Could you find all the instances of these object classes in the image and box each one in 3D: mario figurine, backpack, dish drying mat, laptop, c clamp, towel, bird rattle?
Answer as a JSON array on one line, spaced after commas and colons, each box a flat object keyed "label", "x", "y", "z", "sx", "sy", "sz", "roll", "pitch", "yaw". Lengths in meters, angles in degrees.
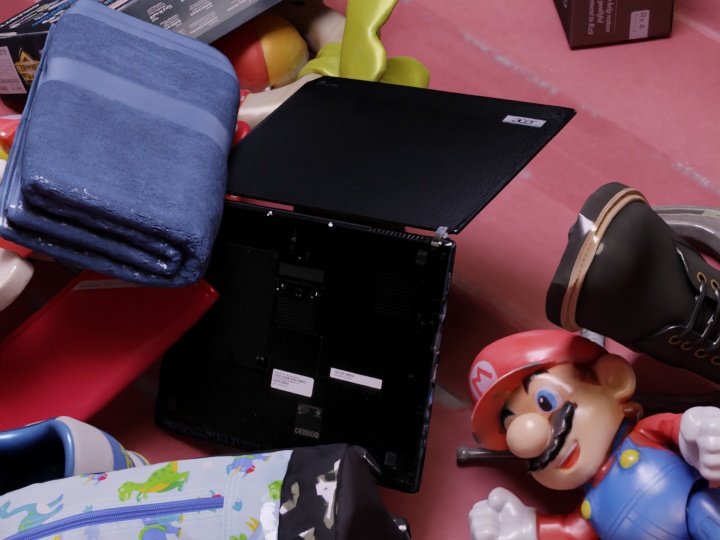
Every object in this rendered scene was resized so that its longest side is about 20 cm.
[{"label": "mario figurine", "x": 0.120, "y": 0.109, "z": 1.152, "sx": 0.123, "sy": 0.106, "sz": 0.200, "roll": -41, "pitch": 63, "yaw": -10}, {"label": "backpack", "x": -0.089, "y": 0.154, "z": 1.062, "sx": 0.199, "sy": 0.163, "sz": 0.154, "roll": 7, "pitch": 60, "yaw": 17}, {"label": "dish drying mat", "x": -0.167, "y": 0.058, "z": 1.226, "sx": 0.200, "sy": 0.018, "sz": 0.077, "roll": -41, "pitch": 55, "yaw": -5}, {"label": "laptop", "x": 0.000, "y": 0.000, "z": 1.240, "sx": 0.177, "sy": 0.201, "sz": 0.103, "roll": 11, "pitch": 4, "yaw": 37}, {"label": "c clamp", "x": 0.150, "y": 0.031, "z": 1.287, "sx": 0.170, "sy": 0.027, "sz": 0.201, "roll": 6, "pitch": 47, "yaw": 8}, {"label": "towel", "x": -0.121, "y": -0.066, "z": 1.222, "sx": 0.111, "sy": 0.049, "sz": 0.200, "roll": 20, "pitch": 31, "yaw": -11}, {"label": "bird rattle", "x": -0.060, "y": -0.103, "z": 1.402, "sx": 0.199, "sy": 0.113, "sz": 0.163, "roll": -25, "pitch": 37, "yaw": -4}]

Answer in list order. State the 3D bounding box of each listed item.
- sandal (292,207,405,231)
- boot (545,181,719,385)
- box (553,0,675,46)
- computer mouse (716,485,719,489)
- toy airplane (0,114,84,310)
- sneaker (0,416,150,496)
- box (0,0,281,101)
[{"label": "sandal", "x": 0.003, "y": 0.012, "z": 1.291, "sx": 0.082, "sy": 0.055, "sz": 0.201, "roll": -39, "pitch": 35, "yaw": 23}, {"label": "boot", "x": 0.177, "y": 0.023, "z": 1.162, "sx": 0.138, "sy": 0.200, "sz": 0.078, "roll": 27, "pitch": 95, "yaw": 21}, {"label": "box", "x": 0.144, "y": -0.245, "z": 1.505, "sx": 0.074, "sy": 0.100, "sz": 0.201, "roll": -9, "pitch": 45, "yaw": -7}, {"label": "computer mouse", "x": 0.281, "y": 0.123, "z": 1.181, "sx": 0.199, "sy": 0.046, "sz": 0.141, "roll": -19, "pitch": 47, "yaw": -16}, {"label": "toy airplane", "x": -0.248, "y": -0.013, "z": 1.256, "sx": 0.199, "sy": 0.142, "sz": 0.199, "roll": -20, "pitch": 27, "yaw": 14}, {"label": "sneaker", "x": -0.201, "y": 0.124, "z": 1.149, "sx": 0.199, "sy": 0.082, "sz": 0.074, "roll": -25, "pitch": 61, "yaw": 3}, {"label": "box", "x": -0.113, "y": -0.168, "z": 1.420, "sx": 0.200, "sy": 0.046, "sz": 0.159, "roll": -35, "pitch": 21, "yaw": -29}]
